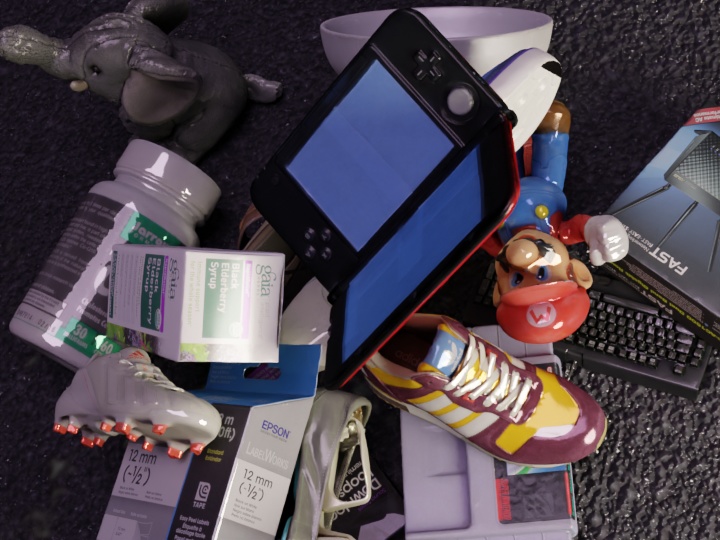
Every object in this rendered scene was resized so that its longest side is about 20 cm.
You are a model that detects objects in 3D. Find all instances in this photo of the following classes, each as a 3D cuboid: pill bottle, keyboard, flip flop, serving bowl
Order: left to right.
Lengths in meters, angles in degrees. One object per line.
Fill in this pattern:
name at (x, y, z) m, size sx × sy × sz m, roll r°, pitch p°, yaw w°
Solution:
pill bottle at (-0.211, -0.006, 1.092) m, size 0.112 × 0.113 × 0.201 m, roll 22°, pitch 76°, yaw 25°
flip flop at (-0.072, -0.041, 1.090) m, size 0.057 × 0.081 × 0.201 m, roll 8°, pitch 67°, yaw 38°
serving bowl at (0.065, -0.182, 1.066) m, size 0.198 × 0.200 × 0.066 m, roll 4°, pitch 109°, yaw 19°
keyboard at (0.175, 0.061, 0.994) m, size 0.198 × 0.021 × 0.128 m, roll 15°, pitch 72°, yaw 24°

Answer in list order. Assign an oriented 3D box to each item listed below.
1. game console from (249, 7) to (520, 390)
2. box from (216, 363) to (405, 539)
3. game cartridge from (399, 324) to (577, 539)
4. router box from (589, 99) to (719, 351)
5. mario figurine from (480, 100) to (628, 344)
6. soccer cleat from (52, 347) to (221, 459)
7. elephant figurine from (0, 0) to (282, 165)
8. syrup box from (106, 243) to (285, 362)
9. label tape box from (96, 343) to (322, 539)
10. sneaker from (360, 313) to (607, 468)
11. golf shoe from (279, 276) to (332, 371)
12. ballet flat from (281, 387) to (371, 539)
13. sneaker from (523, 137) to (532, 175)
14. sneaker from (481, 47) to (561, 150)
game console at (0.006, -0.052, 0.855) m, size 0.173 × 0.119 × 0.200 m, roll 48°, pitch 117°, yaw 9°
box at (-0.062, 0.172, 1.011) m, size 0.143 × 0.036 × 0.200 m, roll -39°, pitch 63°, yaw -2°
game cartridge at (0.095, 0.138, 0.949) m, size 0.128 × 0.038 × 0.202 m, roll -9°, pitch 63°, yaw 13°
router box at (0.298, -0.019, 0.958) m, size 0.200 × 0.062 × 0.150 m, roll 38°, pitch 77°, yaw 27°
mario figurine at (0.128, -0.041, 0.946) m, size 0.105 × 0.123 × 0.202 m, roll 13°, pitch 57°, yaw -25°
soccer cleat at (-0.170, 0.094, 0.945) m, size 0.199 × 0.069 × 0.078 m, roll -5°, pitch 59°, yaw 49°
elephant figurine at (-0.194, -0.182, 1.115) m, size 0.141 × 0.200 × 0.156 m, roll 32°, pitch 79°, yaw 27°
syrup box at (-0.131, 0.022, 0.957) m, size 0.081 × 0.200 × 0.080 m, roll 2°, pitch 91°, yaw -25°
label tape box at (-0.117, 0.142, 0.957) m, size 0.142 × 0.066 × 0.202 m, roll -2°, pitch 68°, yaw 46°
sneaker at (0.082, 0.083, 0.909) m, size 0.198 × 0.090 × 0.075 m, roll 16°, pitch 69°, yaw 20°
golf shoe at (0.000, 0.000, 1.020) m, size 0.200 × 0.097 × 0.078 m, roll -42°, pitch 65°, yaw -12°
ballet flat at (-0.027, 0.186, 0.939) m, size 0.063 × 0.067 × 0.202 m, roll 5°, pitch 68°, yaw 10°
sneaker at (0.068, -0.127, 1.080) m, size 0.198 × 0.079 × 0.116 m, roll -10°, pitch 40°, yaw -11°
sneaker at (0.041, -0.124, 0.950) m, size 0.200 × 0.080 × 0.147 m, roll -49°, pitch 62°, yaw 18°
